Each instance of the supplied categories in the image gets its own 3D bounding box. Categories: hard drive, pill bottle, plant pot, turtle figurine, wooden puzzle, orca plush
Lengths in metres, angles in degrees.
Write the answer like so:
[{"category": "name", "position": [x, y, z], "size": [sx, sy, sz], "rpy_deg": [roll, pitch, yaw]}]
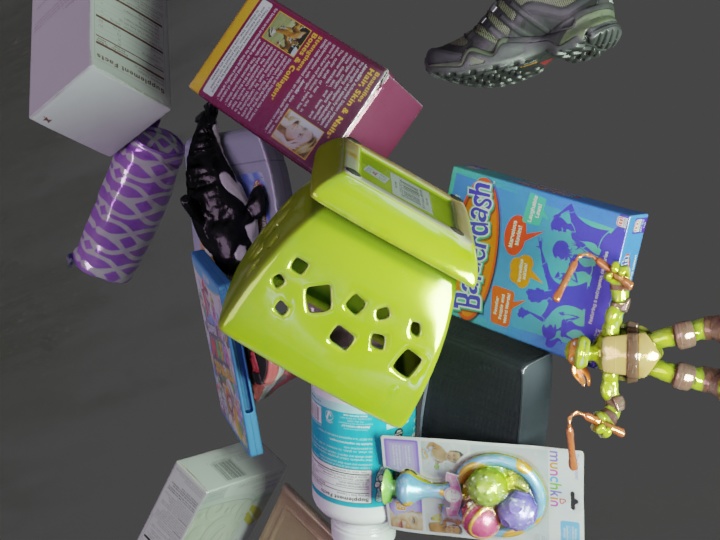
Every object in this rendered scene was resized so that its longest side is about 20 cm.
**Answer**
[{"category": "hard drive", "position": [0.119, 0.156, 1.344], "size": [0.135, 0.042, 0.200], "rpy_deg": [21, 119, 32]}, {"category": "pill bottle", "position": [0.004, 0.187, 1.398], "size": [0.111, 0.111, 0.200], "rpy_deg": [14, 113, 34]}, {"category": "plant pot", "position": [0.001, -0.003, 1.259], "size": [0.199, 0.200, 0.182], "rpy_deg": [29, 106, -8]}, {"category": "turtle figurine", "position": [0.256, 0.087, 1.228], "size": [0.161, 0.064, 0.200], "rpy_deg": [3, 87, 12]}, {"category": "wooden puzzle", "position": [-0.048, 0.360, 1.497], "size": [0.185, 0.037, 0.200], "rpy_deg": [40, 126, 26]}, {"category": "orca plush", "position": [-0.165, -0.087, 1.486], "size": [0.105, 0.071, 0.200], "rpy_deg": [-2, 93, 35]}]

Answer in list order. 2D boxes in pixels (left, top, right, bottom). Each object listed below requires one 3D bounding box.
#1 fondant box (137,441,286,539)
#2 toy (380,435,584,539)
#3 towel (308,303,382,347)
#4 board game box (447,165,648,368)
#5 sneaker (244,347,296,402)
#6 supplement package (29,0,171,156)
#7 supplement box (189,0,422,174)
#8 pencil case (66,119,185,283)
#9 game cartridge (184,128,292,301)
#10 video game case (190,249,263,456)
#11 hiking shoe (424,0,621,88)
[{"category": "fondant box", "position": [-0.184, 0.295, 1.528], "size": [0.058, 0.144, 0.200], "rpy_deg": [40, 115, 25]}, {"category": "toy", "position": [0.115, 0.225, 1.304], "size": [0.200, 0.047, 0.115], "rpy_deg": [4, 117, 19]}, {"category": "towel", "position": [0.000, 0.000, 1.442], "size": [0.132, 0.034, 0.200], "rpy_deg": [31, 112, 27]}, {"category": "board game box", "position": [0.168, -0.008, 1.316], "size": [0.200, 0.045, 0.152], "rpy_deg": [19, 105, 34]}, {"category": "sneaker", "position": [-0.084, 0.099, 1.463], "size": [0.200, 0.087, 0.074], "rpy_deg": [143, 113, -73]}, {"category": "supplement package", "position": [-0.299, -0.256, 1.539], "size": [0.117, 0.117, 0.200], "rpy_deg": [-30, 51, 32]}, {"category": "supplement box", "position": [-0.058, -0.184, 1.406], "size": [0.200, 0.103, 0.131], "rpy_deg": [37, 93, 28]}, {"category": "pencil case", "position": [-0.277, -0.080, 1.606], "size": [0.200, 0.084, 0.086], "rpy_deg": [-61, 22, 22]}, {"category": "game cartridge", "position": [-0.136, -0.061, 1.532], "size": [0.133, 0.041, 0.200], "rpy_deg": [-6, 90, 39]}, {"category": "video game case", "position": [-0.149, 0.089, 1.483], "size": [0.143, 0.018, 0.200], "rpy_deg": [-139, 38, -66]}, {"category": "hiking shoe", "position": [0.153, -0.241, 1.300], "size": [0.200, 0.076, 0.101], "rpy_deg": [-11, 79, 26]}]
